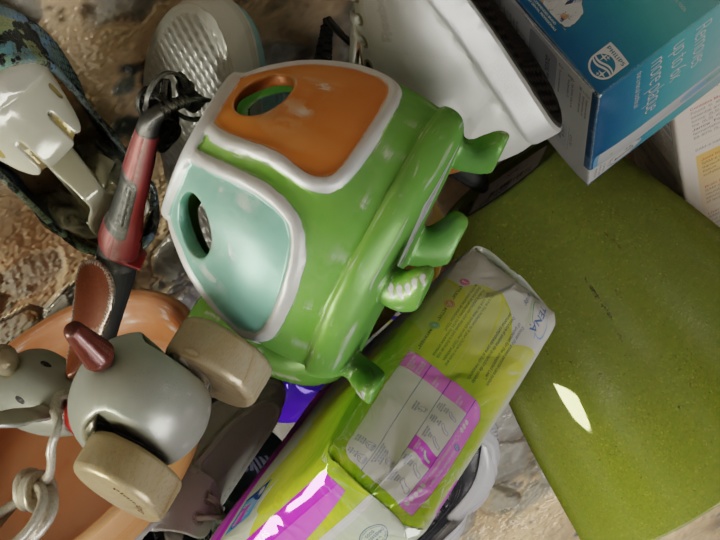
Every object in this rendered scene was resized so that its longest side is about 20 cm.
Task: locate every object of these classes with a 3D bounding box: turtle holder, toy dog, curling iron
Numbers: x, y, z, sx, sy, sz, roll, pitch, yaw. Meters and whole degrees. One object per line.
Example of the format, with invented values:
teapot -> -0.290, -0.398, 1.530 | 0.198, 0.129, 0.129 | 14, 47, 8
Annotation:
turtle holder -> -0.022, -0.024, 1.386 | 0.141, 0.132, 0.186 | -62, 178, -15
toy dog -> -0.137, 0.054, 1.386 | 0.200, 0.132, 0.096 | -18, 127, 43
curling iron -> -0.110, -0.017, 1.424 | 0.050, 0.026, 0.200 | -26, 147, -42

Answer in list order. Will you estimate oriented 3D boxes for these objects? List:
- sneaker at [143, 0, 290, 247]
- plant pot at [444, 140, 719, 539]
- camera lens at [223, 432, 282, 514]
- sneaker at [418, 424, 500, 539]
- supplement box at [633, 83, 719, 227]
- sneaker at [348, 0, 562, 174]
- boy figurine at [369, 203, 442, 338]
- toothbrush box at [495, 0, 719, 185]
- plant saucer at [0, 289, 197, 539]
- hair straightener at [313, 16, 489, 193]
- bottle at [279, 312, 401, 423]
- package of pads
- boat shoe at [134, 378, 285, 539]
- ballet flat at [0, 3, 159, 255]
sneaker -> -0.057, -0.079, 1.480 | 0.082, 0.074, 0.200 | -39, 153, -26
plant pot -> 0.143, 0.023, 1.631 | 0.187, 0.200, 0.187 | -36, -170, 7
camera lens -> -0.123, 0.177, 1.655 | 0.160, 0.160, 0.200 | 16, 123, -48
sneaker -> 0.010, 0.141, 1.791 | 0.114, 0.076, 0.200 | -13, 144, -30
supplement box -> 0.219, -0.105, 1.651 | 0.126, 0.074, 0.200 | -27, 146, -7
sneaker -> 0.013, -0.129, 1.397 | 0.085, 0.073, 0.200 | -28, 109, 18
boy figurine -> 0.000, 0.000, 1.549 | 0.124, 0.064, 0.200 | -49, 172, 21
toothbrush box -> 0.170, -0.153, 1.483 | 0.200, 0.085, 0.146 | -38, 166, -9
plant saucer -> -0.154, 0.096, 1.496 | 0.200, 0.200, 0.037 | -37, 123, 6
hair straightener -> 0.030, -0.089, 1.526 | 0.077, 0.041, 0.200 | -20, 151, 14
bottle -> 0.020, 0.043, 1.668 | 0.200, 0.084, 0.065 | 0, 153, -38
package of pads -> 0.007, 0.089, 1.475 | 0.155, 0.068, 0.200 | -44, -174, 41
boat shoe -> -0.101, 0.131, 1.506 | 0.200, 0.066, 0.072 | -43, 145, -19
ballet flat -> -0.152, -0.065, 1.409 | 0.074, 0.074, 0.200 | -36, 147, 6
